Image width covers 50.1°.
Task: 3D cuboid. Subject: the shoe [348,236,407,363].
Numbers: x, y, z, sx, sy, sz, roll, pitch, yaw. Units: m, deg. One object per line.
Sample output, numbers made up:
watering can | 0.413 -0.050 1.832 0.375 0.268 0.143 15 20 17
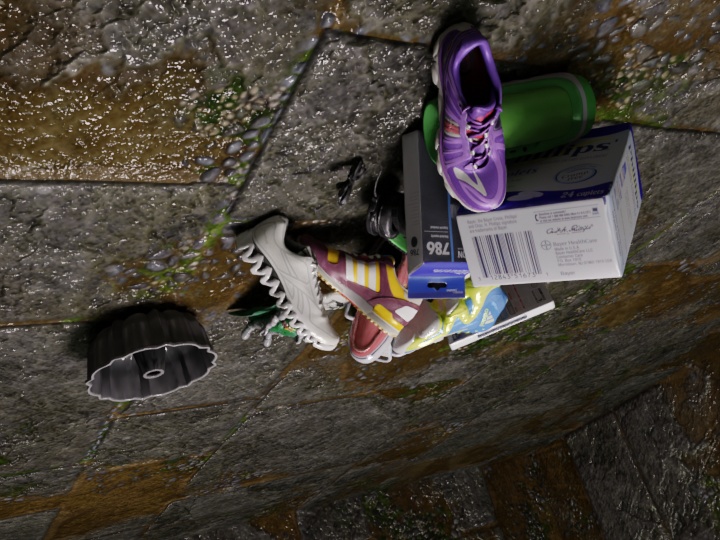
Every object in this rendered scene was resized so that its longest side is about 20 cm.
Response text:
shoe | 0.027 0.035 1.163 0.070 0.203 0.091 20 166 26

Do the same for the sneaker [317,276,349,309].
sneaker | -0.077 0.031 1.170 0.087 0.077 0.198 -36 151 32

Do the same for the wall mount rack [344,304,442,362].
wall mount rack | 0.059 0.102 1.348 0.170 0.076 0.201 16 157 9

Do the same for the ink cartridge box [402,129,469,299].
ink cartridge box | 0.102 -0.067 0.958 0.097 0.206 0.039 -1 178 -34

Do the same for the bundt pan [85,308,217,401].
bundt pan | -0.321 0.124 1.171 0.197 0.077 0.203 -17 155 -8

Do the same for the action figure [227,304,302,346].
action figure | -0.115 0.079 1.165 0.116 0.056 0.199 18 159 -27

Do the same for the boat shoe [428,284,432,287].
boat shoe | 0.106 0.031 1.314 0.069 0.074 0.201 -1 148 14

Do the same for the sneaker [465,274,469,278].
sneaker | 0.146 -0.082 1.072 0.083 0.075 0.202 -25 134 -6

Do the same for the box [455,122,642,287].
box | 0.235 -0.081 0.939 0.180 0.107 0.201 -5 -151 30

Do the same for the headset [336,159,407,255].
headset | 0.047 -0.065 1.013 0.122 0.095 0.200 5 146 49

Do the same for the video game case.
video game case | 0.241 0.059 1.408 0.196 0.144 0.018 -23 123 8

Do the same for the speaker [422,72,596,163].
speaker | 0.177 -0.180 0.917 0.195 0.090 0.089 -13 155 -15

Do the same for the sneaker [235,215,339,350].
sneaker | -0.082 0.019 1.032 0.080 0.202 0.075 -34 -167 4

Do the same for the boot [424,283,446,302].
boot | 0.139 -0.013 1.181 0.095 0.075 0.203 -27 133 -14

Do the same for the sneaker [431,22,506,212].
sneaker | 0.117 -0.153 0.813 0.079 0.084 0.204 -16 114 -3

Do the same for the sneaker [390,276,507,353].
sneaker | 0.143 0.080 1.176 0.199 0.077 0.105 -37 125 18

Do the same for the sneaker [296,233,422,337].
sneaker | 0.000 0.000 1.093 0.091 0.199 0.075 -49 -174 -1
